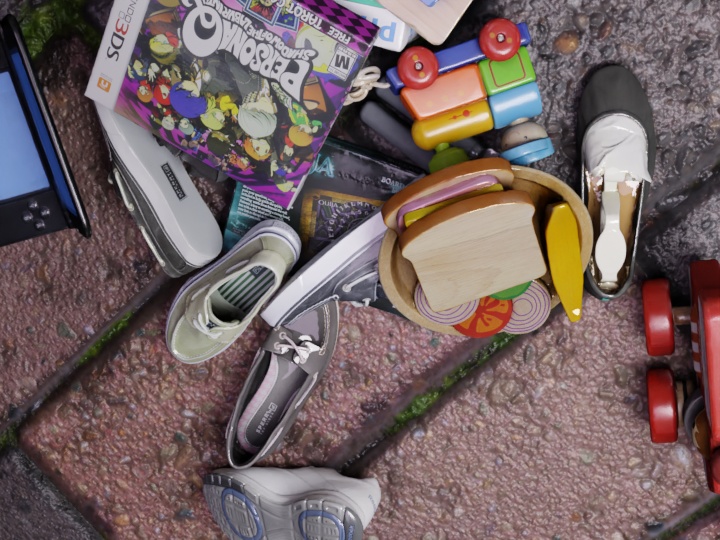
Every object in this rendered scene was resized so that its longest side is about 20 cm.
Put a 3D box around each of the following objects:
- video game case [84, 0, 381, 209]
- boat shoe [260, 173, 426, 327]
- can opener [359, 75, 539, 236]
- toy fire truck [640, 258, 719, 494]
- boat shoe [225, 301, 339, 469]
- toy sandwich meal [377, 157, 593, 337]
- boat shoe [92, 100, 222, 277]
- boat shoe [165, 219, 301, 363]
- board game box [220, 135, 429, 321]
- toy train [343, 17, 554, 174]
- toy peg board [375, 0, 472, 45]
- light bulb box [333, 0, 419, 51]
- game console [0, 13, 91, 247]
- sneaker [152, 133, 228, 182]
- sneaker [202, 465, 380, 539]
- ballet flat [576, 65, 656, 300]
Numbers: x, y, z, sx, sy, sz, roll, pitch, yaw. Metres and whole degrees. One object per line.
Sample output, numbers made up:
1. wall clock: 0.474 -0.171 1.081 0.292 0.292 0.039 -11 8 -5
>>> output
1. video game case: -0.107 -0.165 0.938 0.198 0.036 0.182 29 131 -4
2. boat shoe: 0.000 0.000 1.045 0.199 0.072 0.068 -37 95 14
3. can opener: 0.088 -0.095 1.032 0.199 0.066 0.053 37 106 8
4. toy fire truck: 0.295 0.096 0.985 0.110 0.168 0.204 -3 107 13
5. boat shoe: -0.075 0.106 1.129 0.066 0.057 0.202 27 111 3
6. toy sandwich meal: 0.105 -0.005 0.970 0.201 0.071 0.207 -4 132 -4
7. boat shoe: -0.202 -0.088 1.086 0.063 0.071 0.202 -25 94 32
8. boat shoe: -0.129 0.029 1.094 0.072 0.062 0.200 38 126 -8
9. board game box: -0.021 -0.050 1.082 0.197 0.028 0.137 20 110 6
10. toy train: 0.056 -0.120 0.972 0.197 0.085 0.118 -19 89 1
11. toy peg board: 0.031 -0.293 0.825 0.199 0.098 0.200 36 109 -4
12. light bulb box: -0.032 -0.300 0.953 0.195 0.125 0.203 12 109 8
13. game console: -0.331 -0.119 1.082 0.173 0.117 0.203 -13 104 16
14. sneaker: -0.161 -0.172 1.048 0.111 0.077 0.201 -39 86 33
15. sneaker: -0.068 0.228 1.162 0.197 0.087 0.076 7 112 30
16. ballet flat: 0.218 -0.068 1.003 0.067 0.069 0.204 -1 107 8
